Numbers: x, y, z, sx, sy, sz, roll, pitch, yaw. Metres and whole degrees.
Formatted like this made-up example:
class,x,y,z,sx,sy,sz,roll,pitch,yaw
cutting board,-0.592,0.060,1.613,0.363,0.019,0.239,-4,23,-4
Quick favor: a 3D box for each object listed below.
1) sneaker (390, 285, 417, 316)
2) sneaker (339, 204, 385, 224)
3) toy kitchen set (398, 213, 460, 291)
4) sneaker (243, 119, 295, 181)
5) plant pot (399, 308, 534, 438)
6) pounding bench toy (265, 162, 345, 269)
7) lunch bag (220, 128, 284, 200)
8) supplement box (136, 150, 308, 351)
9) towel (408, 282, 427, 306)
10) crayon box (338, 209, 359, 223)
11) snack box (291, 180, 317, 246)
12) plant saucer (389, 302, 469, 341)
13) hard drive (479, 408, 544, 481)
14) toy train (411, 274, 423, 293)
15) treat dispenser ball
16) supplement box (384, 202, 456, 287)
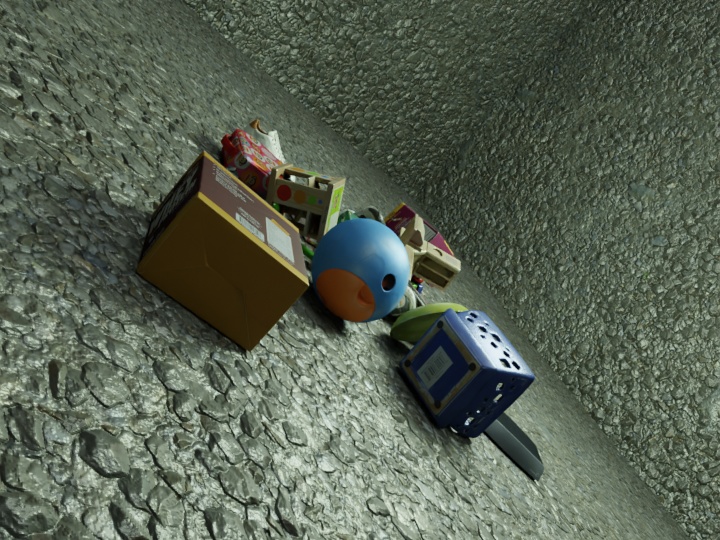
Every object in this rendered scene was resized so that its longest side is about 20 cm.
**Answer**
class,x,y,z,sx,sy,sz,roll,pitch,yaw
sneaker,0.064,0.051,1.738,0.200,0.078,0.076,39,-38,55
sneaker,-0.009,-0.118,1.824,0.198,0.079,0.076,-3,-66,52
toy kitchen set,0.160,-0.015,1.637,0.177,0.165,0.202,28,32,-9
sneaker,-0.238,-0.327,1.914,0.200,0.085,0.073,46,10,-6
plant pot,0.206,0.207,1.450,0.178,0.201,0.201,18,29,-49
pounding bench toy,-0.135,-0.112,1.503,0.152,0.205,0.124,14,15,7
lunch bag,-0.251,-0.245,1.615,0.175,0.082,0.201,38,15,-29
supplement box,-0.195,-0.033,1.012,0.196,0.133,0.201,39,14,-24
towel,0.160,0.117,1.771,0.145,0.022,0.202,53,-11,31
crayon box,-0.001,-0.029,1.674,0.118,0.058,0.204,33,36,-46
snack box,-0.114,-0.126,1.754,0.141,0.053,0.202,33,19,-49
plant saucer,0.159,0.114,1.577,0.199,0.196,0.032,27,49,-54
hard drive,0.357,0.397,1.674,0.200,0.042,0.135,44,13,-7
toy train,0.077,0.010,1.932,0.114,0.086,0.200,11,22,-38
treat dispenser ball,0.000,0.000,1.387,0.200,0.201,0.201,42,13,-12
supplement box,0.150,-0.071,1.871,0.131,0.103,0.200,51,-2,-40
